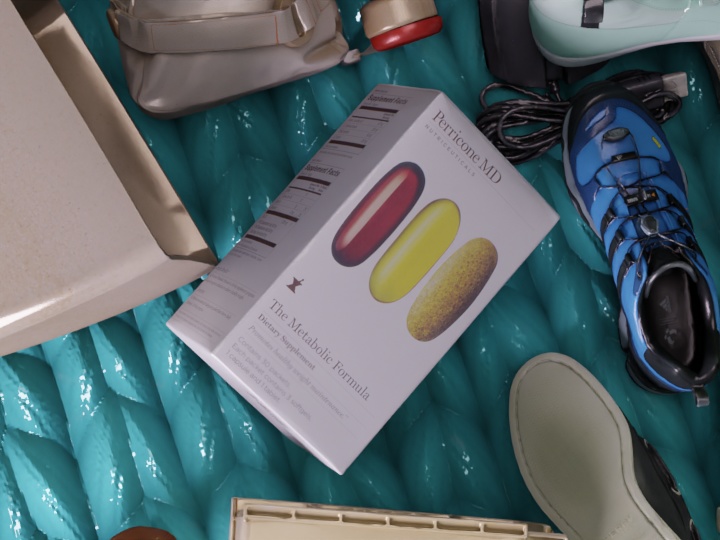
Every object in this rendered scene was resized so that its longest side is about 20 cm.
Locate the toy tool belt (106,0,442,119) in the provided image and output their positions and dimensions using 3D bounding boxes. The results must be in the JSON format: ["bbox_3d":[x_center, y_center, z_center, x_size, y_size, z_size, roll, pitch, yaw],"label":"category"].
[{"bbox_3d":[-0.060,-0.174,1.196,0.199,0.125,0.124,-18,93,-7],"label":"toy tool belt"}]

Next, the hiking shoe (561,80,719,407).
[{"bbox_3d":[0.180,-0.021,1.202,0.074,0.087,0.201,-20,94,-7],"label":"hiking shoe"}]

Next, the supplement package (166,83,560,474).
[{"bbox_3d":[0.000,0.000,1.171,0.114,0.109,0.200,43,82,-20],"label":"supplement package"}]

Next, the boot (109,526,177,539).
[{"bbox_3d":[-0.166,0.233,1.124,0.077,0.155,0.200,41,82,1],"label":"boot"}]

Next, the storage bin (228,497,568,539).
[{"bbox_3d":[0.015,0.242,1.168,0.197,0.094,0.202,5,83,-4],"label":"storage bin"}]

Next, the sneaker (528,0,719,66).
[{"bbox_3d":[0.193,-0.181,1.153,0.199,0.118,0.074,-19,74,4],"label":"sneaker"}]

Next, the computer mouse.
[{"bbox_3d":[0.121,-0.177,1.243,0.137,0.053,0.202,-14,85,-5],"label":"computer mouse"}]

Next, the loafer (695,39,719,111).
[{"bbox_3d":[0.244,-0.155,1.235,0.075,0.070,0.201,-23,91,-7],"label":"loafer"}]

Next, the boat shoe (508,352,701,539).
[{"bbox_3d":[0.157,0.140,1.201,0.074,0.066,0.200,-40,60,9],"label":"boat shoe"}]

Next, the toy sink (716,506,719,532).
[{"bbox_3d":[0.284,0.114,1.161,0.111,0.130,0.202,-3,94,-17],"label":"toy sink"}]

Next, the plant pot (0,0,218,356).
[{"bbox_3d":[-0.218,-0.042,1.141,0.176,0.200,0.201,-32,87,2],"label":"plant pot"}]
